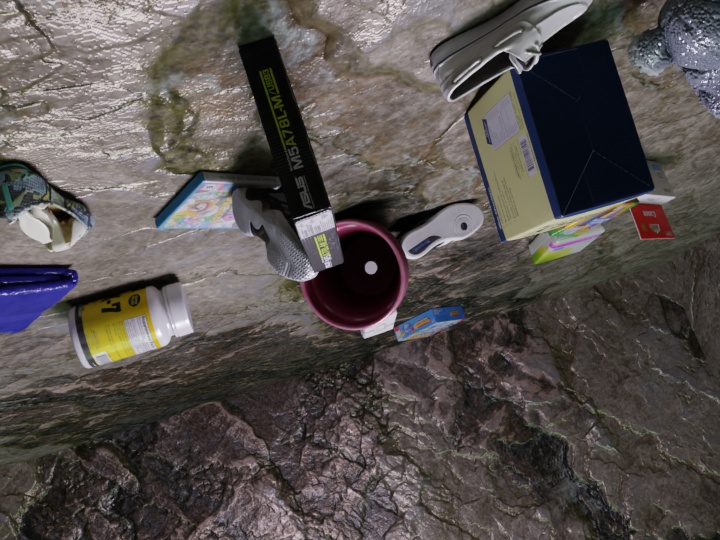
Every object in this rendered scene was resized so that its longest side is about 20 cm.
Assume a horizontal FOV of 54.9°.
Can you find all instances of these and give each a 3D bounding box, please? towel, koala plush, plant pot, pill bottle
[{"bbox_3d":[-0.543,0.048,1.061,0.199,0.050,0.147,-29,169,32],"label":"towel"},{"bbox_3d":[0.442,-0.291,0.859,0.198,0.186,0.177,10,150,-39],"label":"koala plush"},{"bbox_3d":[0.000,0.000,1.316,0.198,0.202,0.179,-22,-179,13],"label":"plant pot"},{"bbox_3d":[-0.410,0.094,1.250,0.197,0.116,0.114,-16,165,-11],"label":"pill bottle"}]

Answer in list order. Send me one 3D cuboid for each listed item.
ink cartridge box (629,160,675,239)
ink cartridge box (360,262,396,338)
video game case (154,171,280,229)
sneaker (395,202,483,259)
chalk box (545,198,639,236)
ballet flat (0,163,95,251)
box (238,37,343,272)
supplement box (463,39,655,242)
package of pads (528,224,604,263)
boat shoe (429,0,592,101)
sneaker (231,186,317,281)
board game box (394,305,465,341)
[{"bbox_3d":[0.644,-0.159,1.539,0.198,0.178,0.045,-4,160,-46],"label":"ink cartridge box"},{"bbox_3d":[0.022,0.064,1.622,0.082,0.148,0.200,-17,166,-4],"label":"ink cartridge box"},{"bbox_3d":[-0.184,-0.099,1.026,0.198,0.018,0.143,-4,159,-45],"label":"video game case"},{"bbox_3d":[0.149,-0.083,1.436,0.198,0.074,0.112,-24,-173,-18],"label":"sneaker"},{"bbox_3d":[0.441,-0.147,1.431,0.123,0.126,0.199,-3,157,-47],"label":"chalk box"},{"bbox_3d":[-0.376,-0.058,0.832,0.073,0.075,0.200,-19,166,1],"label":"ballet flat"},{"bbox_3d":[-0.071,-0.115,0.763,0.047,0.195,0.200,-20,167,-3],"label":"box"},{"bbox_3d":[0.255,-0.163,0.933,0.133,0.203,0.200,-15,176,-11],"label":"supplement box"},{"bbox_3d":[0.566,-0.092,1.906,0.152,0.069,0.200,-15,166,-8],"label":"package of pads"},{"bbox_3d":[0.177,-0.261,0.799,0.198,0.066,0.072,-23,165,14],"label":"boat shoe"},{"bbox_3d":[-0.085,-0.063,0.928,0.113,0.200,0.076,-19,131,-30],"label":"sneaker"},{"bbox_3d":[0.258,0.197,2.590,0.195,0.057,0.199,-31,161,37],"label":"board game box"}]
